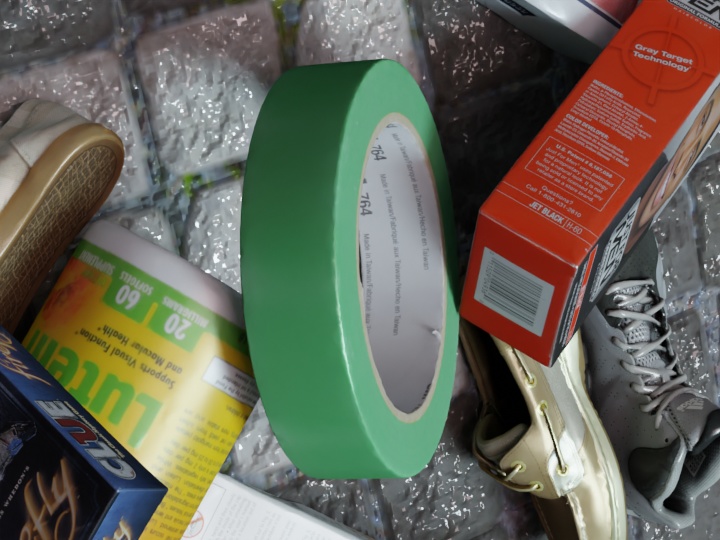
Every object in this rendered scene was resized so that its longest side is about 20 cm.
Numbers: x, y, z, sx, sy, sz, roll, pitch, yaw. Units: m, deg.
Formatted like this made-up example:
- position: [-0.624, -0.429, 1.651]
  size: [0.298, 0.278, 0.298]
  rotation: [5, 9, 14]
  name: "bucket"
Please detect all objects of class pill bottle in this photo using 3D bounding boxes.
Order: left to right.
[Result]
- position: [-0.126, 0.088, 0.841]
  size: [0.111, 0.111, 0.201]
  rotation: [32, 84, -31]
  name: "pill bottle"

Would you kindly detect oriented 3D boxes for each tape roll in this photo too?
- position: [0.000, 0.000, 0.866]
  size: [0.200, 0.048, 0.202]
  rotation: [-3, 90, -72]
  name: "tape roll"

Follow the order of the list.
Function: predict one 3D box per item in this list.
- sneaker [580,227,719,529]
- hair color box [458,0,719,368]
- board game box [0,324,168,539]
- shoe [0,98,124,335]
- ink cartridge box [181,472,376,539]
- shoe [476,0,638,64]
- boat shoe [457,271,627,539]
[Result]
- position: [0.170, 0.051, 1.007]
  size: [0.075, 0.115, 0.201]
  rotation: [-13, 106, -28]
  name: "sneaker"
- position: [0.132, -0.056, 0.944]
  size: [0.200, 0.061, 0.102]
  rotation: [-52, 163, -28]
  name: "hair color box"
- position: [-0.181, 0.135, 0.774]
  size: [0.035, 0.135, 0.201]
  rotation: [11, 113, -56]
  name: "board game box"
- position: [-0.189, 0.005, 0.830]
  size: [0.200, 0.053, 0.070]
  rotation: [-52, 160, -8]
  name: "shoe"
- position: [-0.083, 0.189, 0.939]
  size: [0.199, 0.050, 0.163]
  rotation: [28, 85, -13]
  name: "ink cartridge box"
- position: [0.081, -0.190, 0.939]
  size: [0.200, 0.071, 0.091]
  rotation: [27, 84, -37]
  name: "shoe"
- position: [0.094, 0.087, 1.000]
  size: [0.066, 0.074, 0.201]
  rotation: [-20, 99, -22]
  name: "boat shoe"
